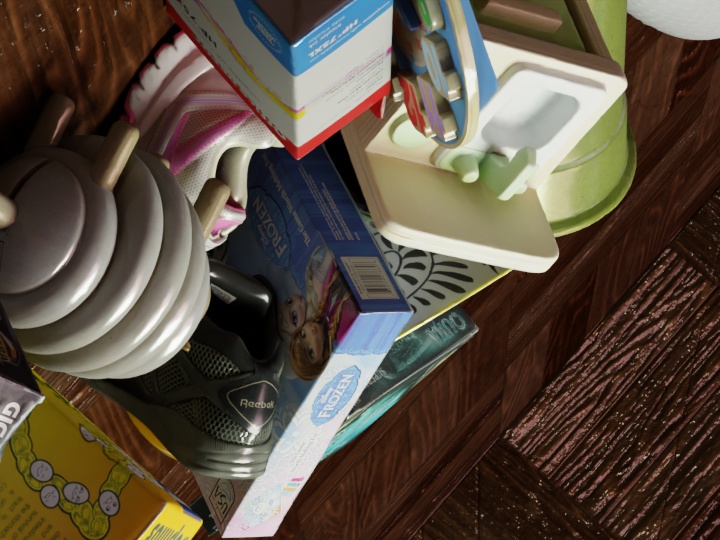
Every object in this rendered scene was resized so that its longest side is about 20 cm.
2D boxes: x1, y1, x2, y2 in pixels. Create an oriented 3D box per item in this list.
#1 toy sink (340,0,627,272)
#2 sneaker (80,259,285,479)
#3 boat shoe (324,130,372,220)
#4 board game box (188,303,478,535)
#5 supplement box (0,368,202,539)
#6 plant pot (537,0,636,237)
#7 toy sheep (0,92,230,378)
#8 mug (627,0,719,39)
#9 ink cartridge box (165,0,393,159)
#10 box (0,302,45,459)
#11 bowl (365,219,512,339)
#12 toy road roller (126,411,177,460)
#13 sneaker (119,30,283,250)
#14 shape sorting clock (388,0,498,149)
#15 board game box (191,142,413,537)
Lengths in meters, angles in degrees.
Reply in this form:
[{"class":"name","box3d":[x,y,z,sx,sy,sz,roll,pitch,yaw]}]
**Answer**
[{"class":"toy sink","box3d":[0.063,-0.117,1.698,0.130,0.201,0.112,11,136,-35]},{"class":"sneaker","box3d":[-0.107,0.034,1.750,0.076,0.199,0.115,7,106,-36]},{"class":"boat shoe","box3d":[-0.001,-0.086,1.796,0.060,0.201,0.072,13,111,-34]},{"class":"board game box","box3d":[-0.014,0.093,1.913,0.135,0.028,0.200,-42,174,30]},{"class":"supplement box","box3d":[-0.195,0.100,1.521,0.110,0.200,0.109,-49,169,-3]},{"class":"plant pot","box3d":[0.098,-0.154,1.930,0.200,0.200,0.190,-41,153,-38]},{"class":"toy sheep","box3d":[-0.144,-0.012,1.561,0.138,0.138,0.200,-51,140,6]},{"class":"mug","box3d":[0.202,-0.242,2.147,0.199,0.148,0.175,-22,167,18]},{"class":"ink cartridge box","box3d":[-0.044,-0.136,1.544,0.067,0.116,0.200,-38,165,-12]},{"class":"box","box3d":[-0.236,0.072,1.350,0.050,0.200,0.199,27,107,-35]},{"class":"bowl","box3d":[0.000,0.000,1.864,0.200,0.094,0.201,-31,180,0]},{"class":"toy road roller","box3d":[-0.072,0.040,1.983,0.200,0.123,0.146,-48,167,-5]},{"class":"sneaker","box3d":[-0.114,-0.038,1.671,0.200,0.088,0.081,-53,168,16]},{"class":"shape sorting clock","box3d":[0.014,-0.156,1.551,0.039,0.201,0.200,-25,163,-10]},{"class":"board game box","box3d":[-0.064,0.020,1.789,0.043,0.200,0.199,0,136,-34]}]
